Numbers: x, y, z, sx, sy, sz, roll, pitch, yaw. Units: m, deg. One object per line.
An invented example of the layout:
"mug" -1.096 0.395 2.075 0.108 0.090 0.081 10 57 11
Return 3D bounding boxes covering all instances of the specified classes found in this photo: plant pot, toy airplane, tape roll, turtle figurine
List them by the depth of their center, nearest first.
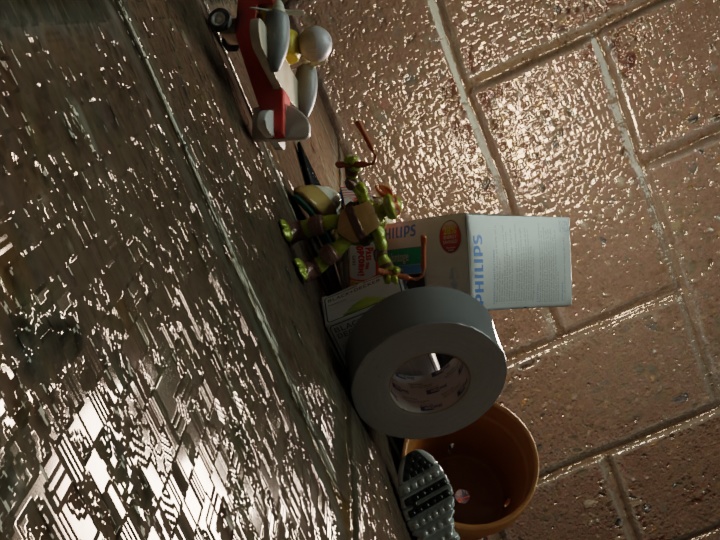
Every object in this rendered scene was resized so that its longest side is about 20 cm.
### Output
"turtle figurine" -0.014 -0.064 1.127 0.064 0.158 0.204 -56 123 -85
"tape roll" 0.080 0.118 1.157 0.067 0.196 0.202 -103 170 -49
"toy airplane" -0.097 -0.259 1.185 0.201 0.138 0.202 -105 172 -59
"plant pot" 0.155 0.308 1.374 0.141 0.195 0.203 91 -17 -55

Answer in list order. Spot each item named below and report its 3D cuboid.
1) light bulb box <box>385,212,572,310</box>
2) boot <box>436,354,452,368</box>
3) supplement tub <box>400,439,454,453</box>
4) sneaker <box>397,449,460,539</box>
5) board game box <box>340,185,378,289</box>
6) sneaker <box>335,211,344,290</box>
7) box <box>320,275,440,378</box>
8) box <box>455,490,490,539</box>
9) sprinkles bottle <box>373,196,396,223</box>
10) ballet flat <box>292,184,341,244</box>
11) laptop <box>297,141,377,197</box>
"light bulb box" 0.155 -0.008 1.287 0.196 0.197 0.128 -5 -93 54
"boot" 0.167 0.143 1.391 0.131 0.070 0.201 38 31 -15
"supplement tub" 0.107 0.223 1.487 0.124 0.120 0.202 -106 173 -54
"sneaker" 0.096 0.338 1.232 0.081 0.074 0.204 133 -62 -79
"board game box" 0.000 0.000 1.331 0.152 0.045 0.205 -102 -170 -66
"sneaker" -0.006 -0.009 1.535 0.203 0.075 0.081 66 10 14
"box" 0.035 0.108 1.231 0.061 0.114 0.203 -102 170 -56
"box" 0.177 0.440 1.596 0.137 0.039 0.204 106 -34 -66
"sprinkles bottle" 0.039 -0.010 1.441 0.068 0.067 0.205 -27 104 -85
"ballet flat" -0.052 -0.092 1.395 0.068 0.063 0.200 40 -8 20
"laptop" -0.024 -0.128 1.696 0.179 0.101 0.202 -108 174 -46
